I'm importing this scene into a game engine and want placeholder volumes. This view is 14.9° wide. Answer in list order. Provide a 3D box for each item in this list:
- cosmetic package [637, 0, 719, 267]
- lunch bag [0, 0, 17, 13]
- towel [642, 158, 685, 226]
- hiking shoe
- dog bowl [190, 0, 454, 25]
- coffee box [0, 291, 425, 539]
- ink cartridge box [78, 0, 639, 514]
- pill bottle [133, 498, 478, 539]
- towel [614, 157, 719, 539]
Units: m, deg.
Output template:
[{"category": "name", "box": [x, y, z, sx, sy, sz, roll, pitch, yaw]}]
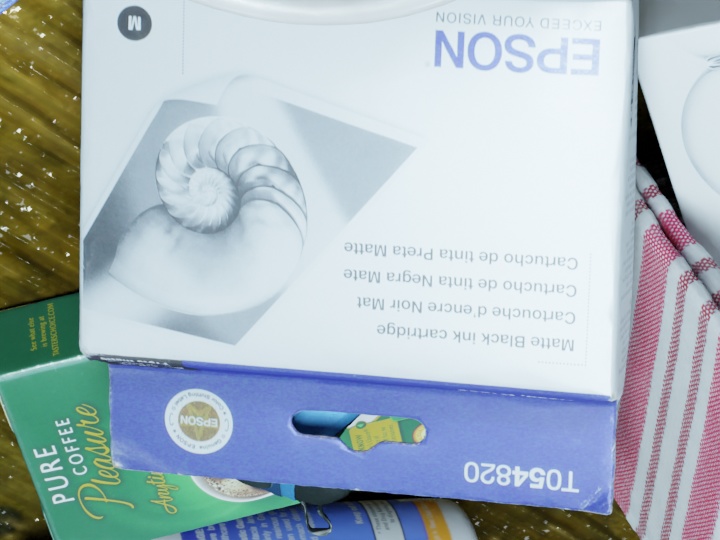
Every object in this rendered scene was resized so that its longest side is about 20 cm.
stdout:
[{"category": "cosmetic package", "box": [0.212, -0.050, 0.986, 0.200, 0.052, 0.151, -10, 124, 20]}, {"category": "lunch bag", "box": [-0.127, -0.174, 0.823, 0.170, 0.128, 0.200, -28, 126, 15]}, {"category": "towel", "box": [0.198, 0.019, 1.146, 0.165, 0.086, 0.200, -10, 133, 7]}, {"category": "hiking shoe", "box": [0.000, 0.000, 1.052, 0.087, 0.074, 0.200, 28, 110, -12]}, {"category": "dog bowl", "box": [-0.016, -0.149, 0.709, 0.200, 0.059, 0.200, 7, 131, 8]}, {"category": "coffee box", "box": [-0.045, 0.047, 1.140, 0.200, 0.044, 0.123, -15, 136, 0]}, {"category": "ink cartridge box", "box": [-0.003, -0.008, 0.982, 0.199, 0.041, 0.200, 4, 106, 11]}, {"category": "pill bottle", "box": [-0.051, 0.160, 1.210, 0.200, 0.112, 0.112, -2, 136, -12]}, {"category": "towel", "box": [0.105, 0.022, 1.041, 0.030, 0.200, 0.146, -17, 140, -18]}]
